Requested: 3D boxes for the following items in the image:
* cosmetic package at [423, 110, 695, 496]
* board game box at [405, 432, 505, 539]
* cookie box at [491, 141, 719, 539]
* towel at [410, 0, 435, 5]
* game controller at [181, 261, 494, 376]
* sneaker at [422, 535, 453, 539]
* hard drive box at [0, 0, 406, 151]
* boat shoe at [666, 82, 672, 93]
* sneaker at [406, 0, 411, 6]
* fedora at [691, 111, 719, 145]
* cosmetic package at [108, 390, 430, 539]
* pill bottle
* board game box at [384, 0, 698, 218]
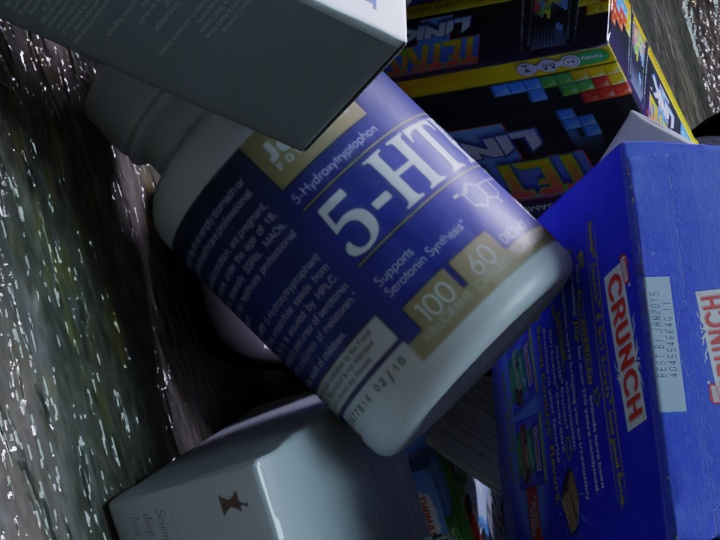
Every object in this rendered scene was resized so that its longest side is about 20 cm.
[{"bbox_3d":[0.131,0.034,1.218,0.200,0.085,0.108,-58,154,-6],"label":"cosmetic package"},{"bbox_3d":[0.054,0.123,1.309,0.200,0.037,0.152,-74,149,-62],"label":"board game box"},{"bbox_3d":[0.123,0.054,1.047,0.200,0.075,0.172,133,-46,-69],"label":"cookie box"},{"bbox_3d":[0.021,-0.173,1.325,0.023,0.200,0.144,-56,146,-16],"label":"towel"},{"bbox_3d":[0.000,0.000,1.127,0.200,0.042,0.105,3,59,-36],"label":"game controller"},{"bbox_3d":[0.085,0.179,1.047,0.200,0.077,0.089,48,13,-35],"label":"sneaker"},{"bbox_3d":[-0.085,-0.158,0.925,0.200,0.077,0.156,22,45,-27],"label":"hard drive box"},{"bbox_3d":[0.088,-0.114,1.431,0.070,0.199,0.071,-79,175,-75],"label":"boat shoe"},{"bbox_3d":[-0.069,-0.125,1.130,0.199,0.114,0.076,-1,49,-46],"label":"sneaker"},{"bbox_3d":[0.199,-0.024,1.392,0.091,0.201,0.201,19,50,-33],"label":"fedora"},{"bbox_3d":[-0.031,0.115,1.022,0.200,0.074,0.102,-23,97,-72],"label":"cosmetic package"},{"bbox_3d":[-0.018,-0.030,1.016,0.200,0.120,0.120,44,14,8],"label":"pill bottle"},{"bbox_3d":[0.068,-0.080,1.310,0.165,0.200,0.057,54,35,-48],"label":"board game box"}]
